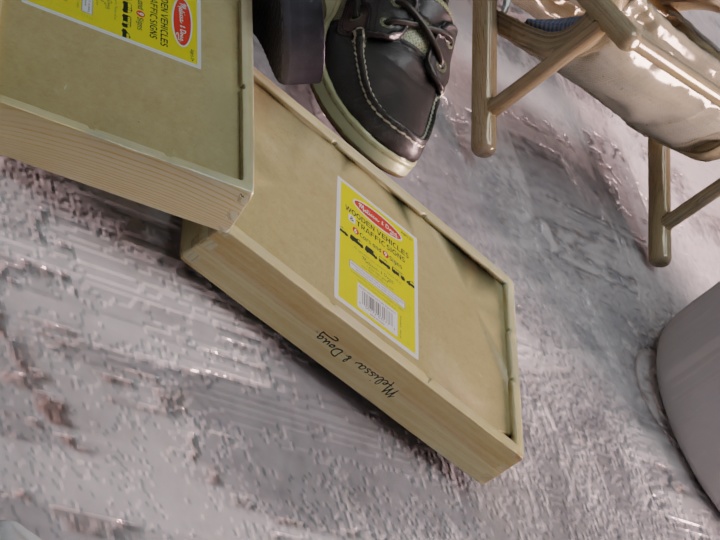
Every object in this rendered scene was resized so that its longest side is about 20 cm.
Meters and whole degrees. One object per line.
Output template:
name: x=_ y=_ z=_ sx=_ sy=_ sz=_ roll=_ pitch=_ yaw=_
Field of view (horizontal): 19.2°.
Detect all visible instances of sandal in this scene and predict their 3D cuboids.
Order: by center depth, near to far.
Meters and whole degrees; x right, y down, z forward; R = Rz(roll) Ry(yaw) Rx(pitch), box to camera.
sandal: x=-0.033 y=-0.145 z=1.046 sx=0.043 sy=0.076 sz=0.200 roll=-5 pitch=32 yaw=-9

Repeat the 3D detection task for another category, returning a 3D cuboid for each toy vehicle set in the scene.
toy vehicle set: x=-0.108 y=-0.112 z=0.938 sx=0.124 sy=0.027 sz=0.200 roll=20 pitch=40 yaw=-22
toy vehicle set: x=0.000 y=0.000 z=1.006 sx=0.200 sy=0.026 sz=0.124 roll=39 pitch=32 yaw=-28

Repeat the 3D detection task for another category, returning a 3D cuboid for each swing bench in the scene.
swing bench: x=0.151 y=-0.142 z=1.304 sx=0.199 sy=0.130 sz=0.200 roll=26 pitch=39 yaw=-42

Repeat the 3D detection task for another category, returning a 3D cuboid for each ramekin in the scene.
ramekin: x=0.266 y=0.084 z=1.269 sx=0.200 sy=0.098 sz=0.201 roll=39 pitch=32 yaw=-30

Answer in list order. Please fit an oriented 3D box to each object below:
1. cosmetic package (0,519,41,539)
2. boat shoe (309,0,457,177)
cosmetic package: x=-0.104 y=0.205 z=0.495 sx=0.165 sy=0.165 sz=0.200 roll=45 pitch=29 yaw=-17
boat shoe: x=0.017 y=-0.124 z=1.125 sx=0.072 sy=0.066 sz=0.201 roll=38 pitch=24 yaw=-21
